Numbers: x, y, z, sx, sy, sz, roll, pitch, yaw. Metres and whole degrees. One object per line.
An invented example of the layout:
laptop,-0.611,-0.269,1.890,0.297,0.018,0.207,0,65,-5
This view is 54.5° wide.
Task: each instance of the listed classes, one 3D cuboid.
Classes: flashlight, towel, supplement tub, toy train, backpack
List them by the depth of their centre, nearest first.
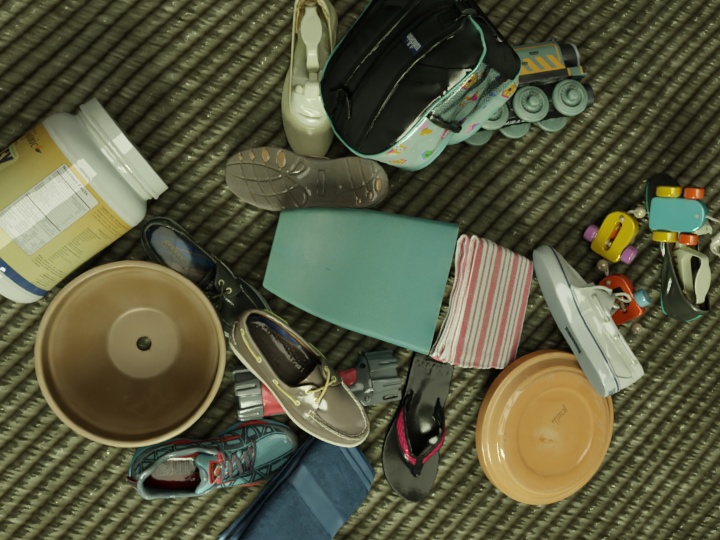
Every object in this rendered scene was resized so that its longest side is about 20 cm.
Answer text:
supplement tub,-0.324,-0.077,0.750,0.200,0.144,0.145,-39,97,-7
backpack,0.060,-0.213,0.775,0.200,0.153,0.176,-41,65,23
towel,-0.066,0.275,0.807,0.200,0.048,0.112,-46,116,-37
towel,0.152,0.043,0.838,0.030,0.200,0.147,12,88,34
flashlight,-0.053,0.133,0.844,0.199,0.068,0.068,-9,128,-13
toy train,0.192,-0.229,0.873,0.199,0.085,0.114,-12,83,-10
toy train,0.374,-0.020,0.891,0.200,0.056,0.151,-40,73,35

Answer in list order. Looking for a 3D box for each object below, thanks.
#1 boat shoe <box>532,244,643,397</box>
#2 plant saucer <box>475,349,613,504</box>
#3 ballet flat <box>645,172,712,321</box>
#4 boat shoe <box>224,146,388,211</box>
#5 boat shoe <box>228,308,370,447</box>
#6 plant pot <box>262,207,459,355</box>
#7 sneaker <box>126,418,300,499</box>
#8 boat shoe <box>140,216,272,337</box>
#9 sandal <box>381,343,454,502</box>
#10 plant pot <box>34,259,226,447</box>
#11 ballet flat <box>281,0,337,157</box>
boat shoe,0.293,0.048,0.873,0.086,0.075,0.202,-23,70,-3
plant saucer,0.241,0.202,0.891,0.200,0.032,0.201,-2,97,-21
ballet flat,0.428,-0.033,0.920,0.068,0.068,0.201,-11,93,-20
boat shoe,-0.062,-0.103,0.833,0.199,0.072,0.076,10,94,11
boat shoe,-0.064,0.120,0.780,0.200,0.060,0.072,44,63,2
plant pot,0.000,0.000,0.811,0.199,0.141,0.142,14,88,7
sneaker,-0.165,0.229,0.806,0.199,0.096,0.080,-11,94,-12
boat shoe,-0.181,0.016,0.821,0.200,0.057,0.069,43,84,-8
sandal,0.075,0.191,0.874,0.075,0.045,0.201,12,89,-10
plant pot,-0.252,0.089,0.791,0.200,0.093,0.202,0,91,-10
ballet flat,-0.060,-0.233,0.834,0.069,0.069,0.201,0,91,-10
